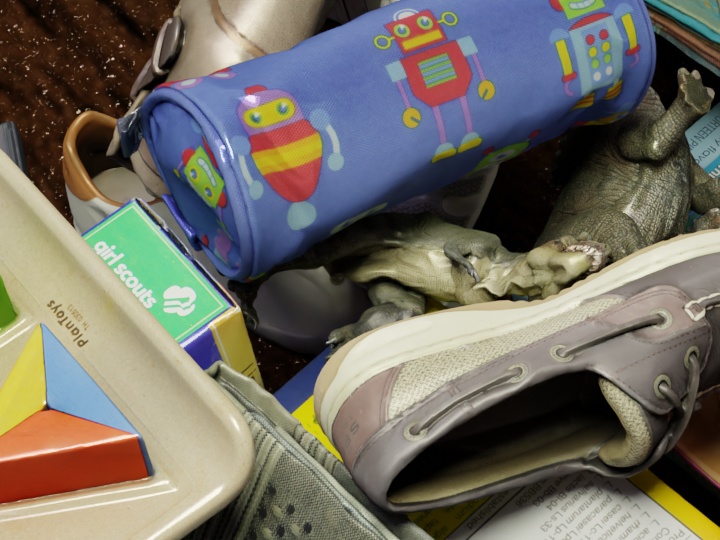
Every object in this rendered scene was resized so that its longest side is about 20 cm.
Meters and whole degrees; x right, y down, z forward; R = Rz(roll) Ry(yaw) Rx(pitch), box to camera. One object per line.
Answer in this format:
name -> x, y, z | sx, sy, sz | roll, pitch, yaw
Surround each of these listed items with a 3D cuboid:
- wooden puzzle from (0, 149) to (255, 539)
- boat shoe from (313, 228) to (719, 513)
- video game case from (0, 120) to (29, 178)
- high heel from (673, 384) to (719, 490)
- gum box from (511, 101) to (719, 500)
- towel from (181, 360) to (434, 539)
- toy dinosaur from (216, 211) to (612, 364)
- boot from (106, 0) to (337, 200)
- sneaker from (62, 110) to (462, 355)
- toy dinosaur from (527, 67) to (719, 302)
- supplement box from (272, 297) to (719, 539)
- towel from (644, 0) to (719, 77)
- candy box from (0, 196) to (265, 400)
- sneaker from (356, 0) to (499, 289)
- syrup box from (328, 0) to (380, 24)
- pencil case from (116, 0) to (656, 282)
wooden puzzle -> -0.164, 0.058, 0.750 | 0.200, 0.046, 0.185 | -37, 59, -14
boat shoe -> 0.086, 0.040, 0.759 | 0.199, 0.072, 0.065 | -13, 46, -10
video game case -> -0.245, 0.015, 1.024 | 0.199, 0.019, 0.143 | -16, 54, -1
high heel -> 0.138, 0.074, 0.777 | 0.095, 0.068, 0.200 | 0, 28, 4
gum box -> 0.191, 0.019, 0.911 | 0.170, 0.045, 0.200 | -40, 56, -16
towel -> -0.022, 0.162, 0.789 | 0.034, 0.201, 0.192 | -7, 39, -44
toy dinosaur -> 0.000, 0.000, 0.833 | 0.199, 0.048, 0.088 | 17, 43, 37
boot -> -0.054, -0.101, 0.920 | 0.070, 0.200, 0.147 | 32, 95, -7
sneaker -> -0.048, -0.021, 0.967 | 0.199, 0.085, 0.073 | 14, 58, 19
toy dinosaur -> 0.105, -0.016, 0.880 | 0.102, 0.077, 0.201 | -27, 41, 47
supplement box -> 0.053, 0.118, 0.831 | 0.109, 0.110, 0.200 | -40, 56, -16
towel -> 0.143, -0.146, 0.964 | 0.146, 0.022, 0.200 | 29, 33, -17
candy box -> -0.130, 0.090, 0.853 | 0.200, 0.169, 0.077 | -38, 61, -14
sneaker -> 0.038, -0.086, 0.933 | 0.074, 0.082, 0.201 | 15, 91, 13
syrup box -> 0.034, -0.155, 1.044 | 0.199, 0.082, 0.079 | 27, 66, 28
pencil case -> 0.014, -0.061, 0.817 | 0.199, 0.087, 0.078 | -24, 80, -25
